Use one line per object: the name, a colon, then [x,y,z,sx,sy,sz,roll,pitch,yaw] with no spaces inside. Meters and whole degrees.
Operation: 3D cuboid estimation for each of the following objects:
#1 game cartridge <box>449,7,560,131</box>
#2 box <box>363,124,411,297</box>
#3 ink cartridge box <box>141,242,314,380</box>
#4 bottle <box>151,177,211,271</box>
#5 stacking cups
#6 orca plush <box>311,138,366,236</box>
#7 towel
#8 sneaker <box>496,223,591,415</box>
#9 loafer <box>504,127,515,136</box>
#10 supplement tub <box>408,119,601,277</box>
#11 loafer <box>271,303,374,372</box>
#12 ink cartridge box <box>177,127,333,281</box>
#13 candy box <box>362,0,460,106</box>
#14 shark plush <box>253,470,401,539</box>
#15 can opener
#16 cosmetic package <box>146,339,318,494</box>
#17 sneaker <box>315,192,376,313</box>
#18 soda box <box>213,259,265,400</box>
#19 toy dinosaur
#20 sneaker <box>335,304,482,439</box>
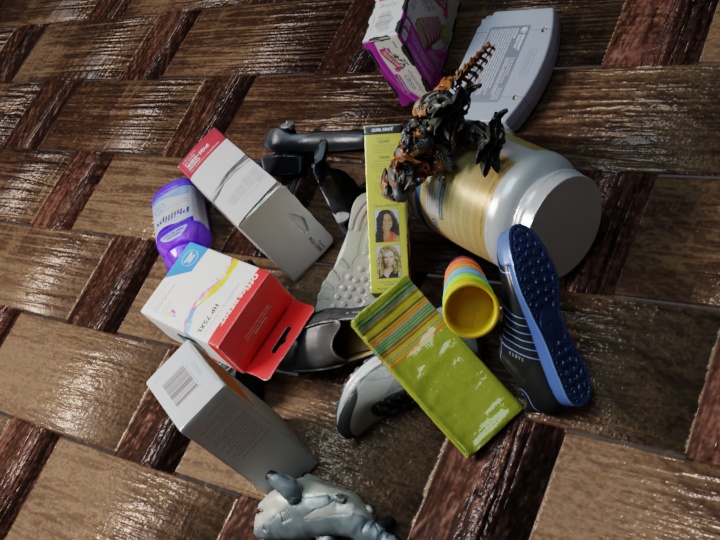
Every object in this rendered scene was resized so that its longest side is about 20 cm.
game cartridge: [0.197,-0.272,1.384,0.133,0.040,0.201,5,61,41]
box: [0.034,-0.070,1.222,0.050,0.075,0.202,-3,85,4]
ink cartridge box: [-0.167,0.049,1.267,0.199,0.067,0.117,18,68,40]
bottle: [-0.265,-0.050,1.513,0.083,0.065,0.201,-28,46,12]
stacking cups: [0.115,0.019,1.131,0.060,0.061,0.200,-34,10,8]
orca plush: [-0.017,-0.116,1.316,0.071,0.200,0.106,-26,61,0]
towel: [0.082,0.104,1.116,0.086,0.018,0.200,-41,76,-3]
sneaker: [0.173,0.055,1.066,0.078,0.070,0.202,-23,81,48]
loafer: [0.113,-0.155,1.332,0.199,0.072,0.063,-17,42,27]
supplement tub: [0.166,-0.084,1.182,0.145,0.145,0.200,-50,44,-8]
loafer: [-0.026,0.082,1.221,0.199,0.073,0.072,-21,4,19]
ink cartridge box: [-0.147,-0.093,1.406,0.083,0.147,0.200,-46,43,-3]
candy box: [0.078,-0.360,1.460,0.061,0.136,0.201,-4,56,30]
shark plush: [-0.026,0.284,1.123,0.198,0.091,0.084,13,85,18]
can opener: [-0.061,-0.187,1.492,0.198,0.079,0.063,-4,17,29]
cosmetic package: [-0.144,0.176,1.161,0.071,0.200,0.101,-45,45,-4]
sneaker: [0.000,0.000,1.295,0.076,0.081,0.202,22,87,2]
soda box: [-0.163,0.089,1.333,0.063,0.071,0.201,-17,50,24]
toy dinosaur: [0.089,-0.167,1.132,0.136,0.101,0.202,25,103,61]
sneaker: [0.053,0.126,1.156,0.200,0.074,0.079,-41,56,5]
